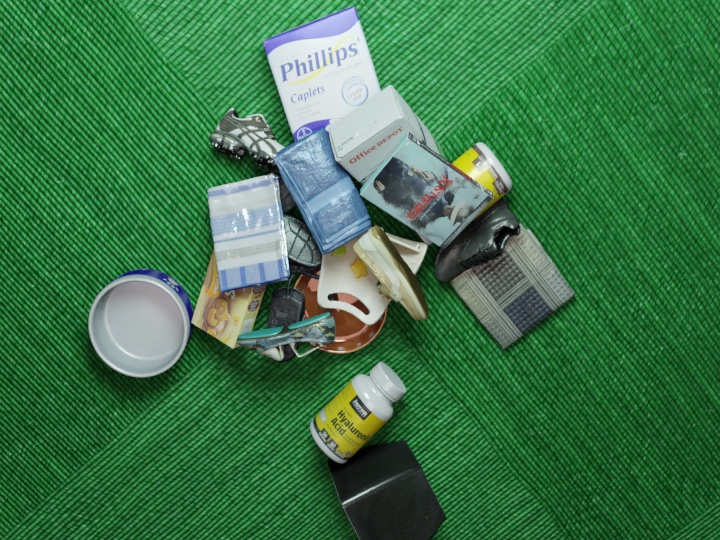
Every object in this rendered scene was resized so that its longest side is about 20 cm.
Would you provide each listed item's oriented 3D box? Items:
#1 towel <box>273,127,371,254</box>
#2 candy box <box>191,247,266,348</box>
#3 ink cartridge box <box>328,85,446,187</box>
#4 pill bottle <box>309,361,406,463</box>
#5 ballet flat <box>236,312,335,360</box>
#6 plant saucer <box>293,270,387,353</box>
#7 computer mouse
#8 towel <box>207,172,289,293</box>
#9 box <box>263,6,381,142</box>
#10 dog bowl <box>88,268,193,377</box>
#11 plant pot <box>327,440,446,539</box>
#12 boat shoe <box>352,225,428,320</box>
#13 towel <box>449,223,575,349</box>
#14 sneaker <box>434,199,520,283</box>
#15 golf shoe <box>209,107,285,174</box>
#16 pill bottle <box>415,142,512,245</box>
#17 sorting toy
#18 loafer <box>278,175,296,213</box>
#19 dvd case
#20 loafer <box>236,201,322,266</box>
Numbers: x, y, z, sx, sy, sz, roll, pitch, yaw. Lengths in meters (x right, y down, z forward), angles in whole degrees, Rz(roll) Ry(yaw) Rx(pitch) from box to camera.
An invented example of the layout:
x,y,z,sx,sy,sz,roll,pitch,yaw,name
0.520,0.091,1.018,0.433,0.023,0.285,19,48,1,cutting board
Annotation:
x,y,z,sx,sy,sz,roll,pitch,yaw,name
-0.066,-0.142,1.353,0.110,0.049,0.204,-28,96,1,towel
-0.249,0.034,1.489,0.114,0.055,0.205,26,104,22,candy box
0.054,-0.216,1.373,0.145,0.085,0.199,-30,144,18,ink cartridge box
-0.002,0.285,1.550,0.111,0.112,0.200,42,99,-11,pill bottle
-0.140,0.136,1.447,0.195,0.074,0.076,-14,104,9,ballet flat
-0.042,0.066,1.535,0.194,0.032,0.206,0,104,0,plant saucer
-0.117,0.078,1.499,0.136,0.046,0.206,3,93,7,computer mouse
-0.210,-0.071,1.421,0.143,0.024,0.206,-10,82,8,towel
-0.064,-0.350,1.392,0.179,0.105,0.205,-19,103,3,box
-0.434,0.103,1.514,0.194,0.079,0.206,0,105,-1,dog bowl
0.060,0.470,1.565,0.175,0.199,0.203,-29,103,-5,plant pot
0.057,0.014,1.394,0.065,0.074,0.202,-28,107,17,boat shoe
0.304,0.030,1.536,0.191,0.035,0.201,-38,104,11,towel
0.225,-0.045,1.472,0.200,0.091,0.075,-46,134,12,sneaker
-0.182,-0.244,1.416,0.195,0.078,0.097,21,80,9,golf shoe
0.183,-0.141,1.446,0.199,0.109,0.110,-39,102,9,pill bottle
0.000,0.000,1.451,0.196,0.107,0.184,22,85,-12,sorting toy
-0.093,-0.197,1.449,0.199,0.073,0.073,-39,97,7,loafer
0.118,-0.137,1.351,0.197,0.022,0.146,30,125,-21,dvd case
-0.153,-0.074,1.473,0.197,0.063,0.073,33,82,0,loafer
